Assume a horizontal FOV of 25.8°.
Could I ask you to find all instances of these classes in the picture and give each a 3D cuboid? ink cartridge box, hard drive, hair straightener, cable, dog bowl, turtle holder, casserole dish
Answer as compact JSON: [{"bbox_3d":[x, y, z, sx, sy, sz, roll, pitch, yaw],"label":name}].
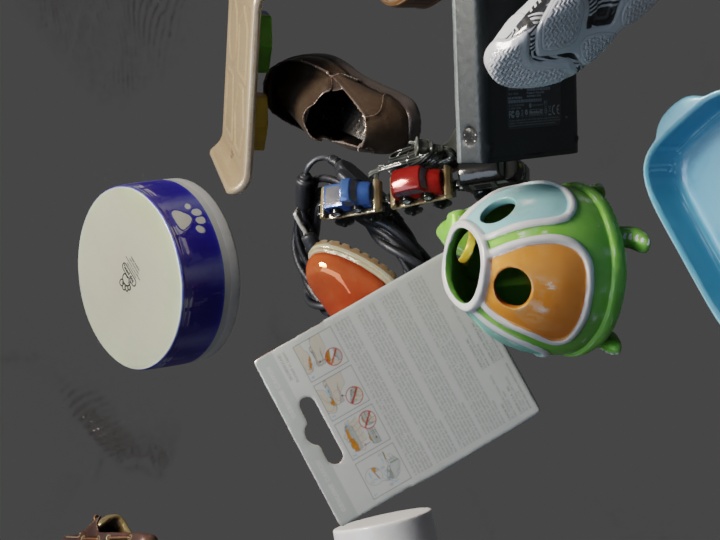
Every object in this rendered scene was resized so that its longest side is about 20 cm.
[{"bbox_3d":[0.031,0.100,1.344,0.161,0.198,0.047,61,172,3],"label":"ink cartridge box"},{"bbox_3d":[0.124,-0.190,1.242,0.033,0.139,0.203,3,99,40],"label":"hard drive"},{"bbox_3d":[0.068,-0.110,1.367,0.199,0.076,0.041,-16,68,50],"label":"hair straightener"},{"bbox_3d":[0.000,0.000,1.461,0.200,0.051,0.164,44,134,24],"label":"cable"},{"bbox_3d":[-0.220,0.004,1.698,0.199,0.078,0.203,10,103,47],"label":"dog bowl"},{"bbox_3d":[0.134,-0.015,1.260,0.187,0.130,0.142,-108,29,-41],"label":"turtle holder"},{"bbox_3d":[0.289,-0.040,1.163,0.121,0.038,0.202,-44,64,42],"label":"casserole dish"}]

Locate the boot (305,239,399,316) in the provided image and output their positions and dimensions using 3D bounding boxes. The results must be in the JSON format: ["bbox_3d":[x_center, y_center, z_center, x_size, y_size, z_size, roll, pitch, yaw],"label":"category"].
[{"bbox_3d":[0.006,0.067,1.390,0.200,0.107,0.075,49,146,2],"label":"boot"}]

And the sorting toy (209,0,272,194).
[{"bbox_3d":[-0.110,-0.190,1.530,0.185,0.036,0.203,-123,40,-70],"label":"sorting toy"}]

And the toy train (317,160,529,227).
[{"bbox_3d":[0.049,-0.070,1.359,0.198,0.046,0.035,-10,66,22],"label":"toy train"}]

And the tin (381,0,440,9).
[{"bbox_3d":[0.061,-0.294,1.339,0.199,0.041,0.114,-19,74,61],"label":"tin"}]

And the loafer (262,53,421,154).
[{"bbox_3d":[-0.031,-0.158,1.468,0.199,0.070,0.074,22,112,44],"label":"loafer"}]

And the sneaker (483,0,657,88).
[{"bbox_3d":[0.160,-0.228,1.201,0.199,0.075,0.115,-38,51,0],"label":"sneaker"}]

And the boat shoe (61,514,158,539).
[{"bbox_3d":[-0.295,0.324,1.855,0.199,0.072,0.073,-5,63,58],"label":"boat shoe"}]

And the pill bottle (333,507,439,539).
[{"bbox_3d":[0.042,0.327,1.439,0.113,0.113,0.203,-16,84,47],"label":"pill bottle"}]
